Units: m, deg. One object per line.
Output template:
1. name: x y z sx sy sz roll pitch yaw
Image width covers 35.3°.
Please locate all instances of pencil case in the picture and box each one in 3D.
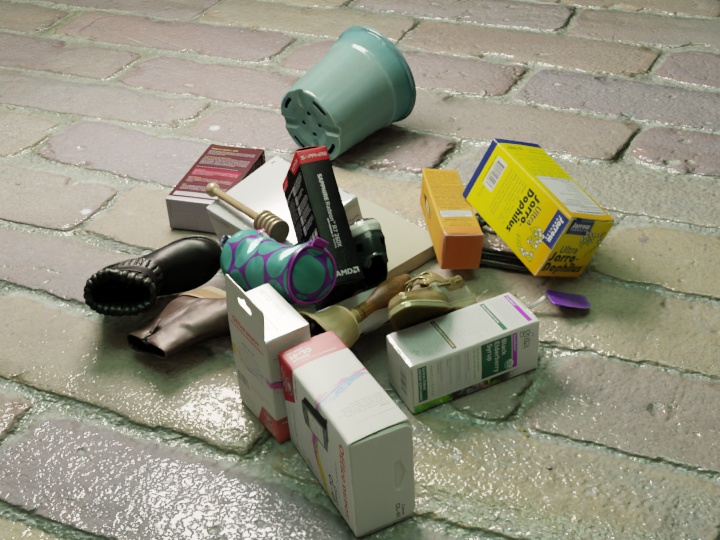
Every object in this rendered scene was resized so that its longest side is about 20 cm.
1. pencil case: -0.115 -0.008 1.536 0.084 0.094 0.199 25 -7 -35

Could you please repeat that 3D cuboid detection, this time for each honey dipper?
1. honey dipper: -0.176 -0.094 1.694 0.038 0.038 0.199 -26 38 -29

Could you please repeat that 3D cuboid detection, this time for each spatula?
1. spatula: 0.235 0.052 1.641 0.196 0.021 0.057 -8 21 -1

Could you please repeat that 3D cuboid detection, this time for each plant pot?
1. plant pot: -0.032 -0.316 2.087 0.198 0.202 0.196 23 49 35

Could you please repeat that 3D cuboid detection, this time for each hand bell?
1. hand bell: 0.002 0.056 1.515 0.103 0.106 0.199 24 43 36

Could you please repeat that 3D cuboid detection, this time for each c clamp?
1. c clamp: 0.243 -0.053 1.802 0.196 0.027 0.172 7 40 14

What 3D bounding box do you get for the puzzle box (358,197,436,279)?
1. puzzle box: 0.021 -0.050 1.818 0.132 0.026 0.199 -29 41 -31

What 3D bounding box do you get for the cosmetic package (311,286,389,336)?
1. cosmetic package: -0.022 0.073 1.581 0.198 0.083 0.051 -22 79 -24

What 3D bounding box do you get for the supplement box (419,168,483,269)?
1. supplement box: 0.140 -0.084 1.774 0.068 0.067 0.201 -3 36 -9

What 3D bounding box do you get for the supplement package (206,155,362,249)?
1. supplement package: -0.112 -0.064 1.753 0.155 0.112 0.199 -38 44 -24

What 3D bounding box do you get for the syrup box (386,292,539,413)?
1. syrup box: 0.138 0.108 1.516 0.197 0.080 0.082 -17 36 -19

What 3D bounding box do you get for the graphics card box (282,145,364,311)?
1. graphics card box: -0.055 -0.057 1.584 0.050 0.126 0.203 -10 73 -18

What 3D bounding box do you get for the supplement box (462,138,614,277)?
1. supplement box: 0.266 -0.095 1.712 0.108 0.110 0.201 2 38 -41

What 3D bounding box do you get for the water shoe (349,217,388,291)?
1. water shoe: 0.000 0.000 1.633 0.070 0.201 0.080 -15 68 -9

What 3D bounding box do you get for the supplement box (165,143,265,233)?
1. supplement box: -0.247 -0.144 1.958 0.107 0.062 0.201 8 36 16

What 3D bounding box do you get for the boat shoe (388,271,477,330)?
1. boat shoe: 0.091 0.038 1.548 0.073 0.067 0.199 -31 -16 26

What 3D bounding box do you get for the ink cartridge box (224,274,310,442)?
1. ink cartridge box: -0.113 0.102 1.446 0.067 0.203 0.116 -22 37 -25

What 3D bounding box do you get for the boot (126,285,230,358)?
1. boot: -0.213 0.086 1.599 0.198 0.073 0.166 11 33 39

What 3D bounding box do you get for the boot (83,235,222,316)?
1. boot: -0.301 0.009 1.669 0.208 0.081 0.158 -21 6 -7

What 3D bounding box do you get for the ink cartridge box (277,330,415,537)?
1. ink cartridge box: -0.018 0.191 1.349 0.084 0.150 0.200 -17 35 -19
